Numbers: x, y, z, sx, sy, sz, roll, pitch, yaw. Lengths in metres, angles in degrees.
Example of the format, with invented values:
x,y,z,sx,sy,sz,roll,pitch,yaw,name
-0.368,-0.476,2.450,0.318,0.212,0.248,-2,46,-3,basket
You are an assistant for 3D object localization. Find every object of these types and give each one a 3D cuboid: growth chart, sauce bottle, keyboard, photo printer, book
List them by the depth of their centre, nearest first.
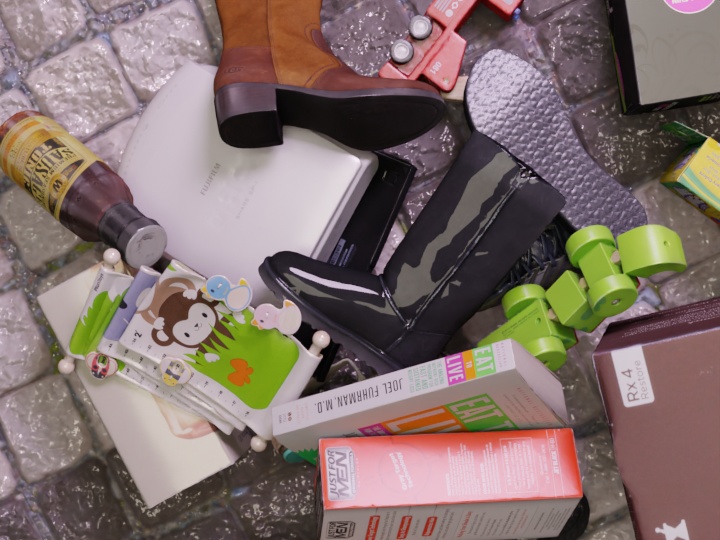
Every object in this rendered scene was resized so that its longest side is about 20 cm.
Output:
x,y,z,sx,sy,sz,roll,pitch,yaw,name
0.048,0.112,1.088,0.199,0.134,0.048,-18,60,20,book
-0.132,0.059,1.092,0.199,0.018,0.145,23,118,3,growth chart
-0.232,-0.067,1.147,0.200,0.066,0.066,34,96,37,sauce bottle
-0.107,-0.072,1.170,0.200,0.069,0.167,31,97,11,photo printer
0.000,0.000,1.172,0.127,0.021,0.201,27,95,40,keyboard

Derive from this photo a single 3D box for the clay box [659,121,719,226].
x,y,z,sx,sy,sz,roll,pitch,yaw,name
0.320,-0.047,1.123,0.200,0.115,0.048,35,95,3,clay box

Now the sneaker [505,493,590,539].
x,y,z,sx,sy,sz,roll,pitch,yaw,name
0.098,0.217,1.180,0.199,0.076,0.076,-9,79,-13,sneaker

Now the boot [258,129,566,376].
x,y,z,sx,sy,sz,roll,pitch,yaw,name
0.041,-0.027,1.084,0.165,0.066,0.200,36,104,-14,boot

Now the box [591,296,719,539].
x,y,z,sx,sy,sz,roll,pitch,yaw,name
0.285,0.112,1.082,0.163,0.200,0.167,-13,92,14,box

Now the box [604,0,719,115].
x,y,z,sx,sy,sz,roll,pitch,yaw,name
0.304,-0.215,1.113,0.199,0.124,0.149,-10,91,4,box

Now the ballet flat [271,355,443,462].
x,y,z,sx,sy,sz,roll,pitch,yaw,name
0.012,0.100,1.184,0.199,0.068,0.067,-19,63,4,ballet flat

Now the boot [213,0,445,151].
x,y,z,sx,sy,sz,roll,pitch,yaw,name
-0.031,-0.191,1.146,0.187,0.069,0.201,-6,54,3,boot

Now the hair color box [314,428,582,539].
x,y,z,sx,sy,sz,roll,pitch,yaw,name
0.065,0.173,1.092,0.199,0.102,0.061,-2,62,-6,hair color box

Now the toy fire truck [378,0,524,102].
x,y,z,sx,sy,sz,roll,pitch,yaw,name
0.094,-0.160,1.170,0.141,0.049,0.200,38,94,2,toy fire truck

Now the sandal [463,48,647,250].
x,y,z,sx,sy,sz,roll,pitch,yaw,name
0.151,-0.089,1.131,0.076,0.043,0.200,-39,94,-9,sandal

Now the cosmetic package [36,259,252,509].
x,y,z,sx,sy,sz,roll,pitch,yaw,name
-0.180,0.087,1.178,0.087,0.103,0.201,-28,91,6,cosmetic package

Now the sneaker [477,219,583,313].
x,y,z,sx,sy,sz,roll,pitch,yaw,name
0.130,-0.005,1.158,0.199,0.081,0.074,-26,91,5,sneaker

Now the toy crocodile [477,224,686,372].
x,y,z,sx,sy,sz,roll,pitch,yaw,name
0.171,0.029,1.106,0.200,0.062,0.068,-43,47,29,toy crocodile
